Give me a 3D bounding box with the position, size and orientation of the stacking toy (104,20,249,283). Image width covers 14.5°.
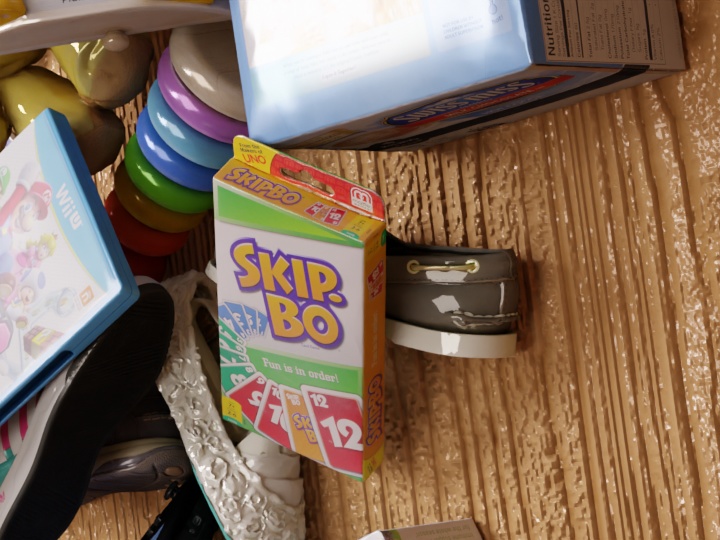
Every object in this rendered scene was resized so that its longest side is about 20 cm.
[{"bbox_3d":[-0.108,-0.057,1.650,0.085,0.085,0.200,55,132,26],"label":"stacking toy"}]

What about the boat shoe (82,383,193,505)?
[{"bbox_3d":[-0.184,0.104,1.731,0.200,0.074,0.073,-10,73,31],"label":"boat shoe"}]

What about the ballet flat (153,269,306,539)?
[{"bbox_3d":[-0.074,0.084,1.626,0.072,0.072,0.200,-44,65,35],"label":"ballet flat"}]

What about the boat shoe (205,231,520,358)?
[{"bbox_3d":[0.002,0.000,1.550,0.202,0.072,0.060,14,102,35],"label":"boat shoe"}]

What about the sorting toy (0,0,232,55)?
[{"bbox_3d":[-0.151,-0.211,1.544,0.200,0.107,0.180,-8,76,6],"label":"sorting toy"}]

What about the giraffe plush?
[{"bbox_3d":[-0.214,-0.160,1.690,0.200,0.162,0.173,20,114,-1],"label":"giraffe plush"}]

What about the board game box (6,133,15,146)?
[{"bbox_3d":[-0.254,0.012,1.812,0.200,0.026,0.200,46,122,30],"label":"board game box"}]

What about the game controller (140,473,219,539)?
[{"bbox_3d":[-0.136,0.200,1.623,0.042,0.200,0.104,41,125,-11],"label":"game controller"}]

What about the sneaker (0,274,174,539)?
[{"bbox_3d":[-0.190,0.059,1.643,0.121,0.084,0.200,45,117,29],"label":"sneaker"}]

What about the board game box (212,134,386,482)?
[{"bbox_3d":[-0.032,0.022,1.513,0.096,0.030,0.200,23,135,23],"label":"board game box"}]

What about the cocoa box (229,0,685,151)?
[{"bbox_3d":[0.044,-0.144,1.460,0.200,0.131,0.133,-14,83,42],"label":"cocoa box"}]

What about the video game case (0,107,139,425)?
[{"bbox_3d":[-0.219,0.021,1.615,0.200,0.018,0.143,-42,52,21],"label":"video game case"}]

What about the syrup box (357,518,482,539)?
[{"bbox_3d":[-0.016,0.210,1.571,0.200,0.079,0.081,-33,70,39],"label":"syrup box"}]
